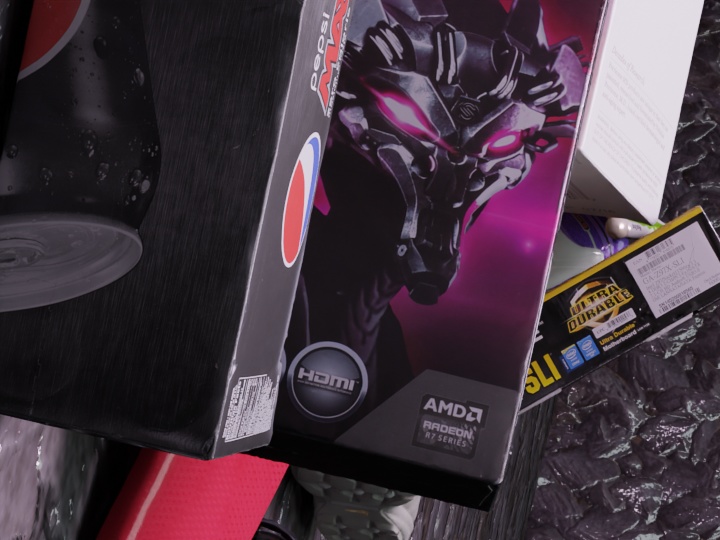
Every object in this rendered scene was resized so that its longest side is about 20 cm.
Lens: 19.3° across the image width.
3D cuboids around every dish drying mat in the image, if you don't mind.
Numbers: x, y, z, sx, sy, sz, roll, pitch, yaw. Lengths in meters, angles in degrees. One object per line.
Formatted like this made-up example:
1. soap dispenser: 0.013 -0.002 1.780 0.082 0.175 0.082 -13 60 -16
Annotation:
1. dish drying mat: -0.038 0.038 0.700 0.201 0.018 0.077 -64 151 -18

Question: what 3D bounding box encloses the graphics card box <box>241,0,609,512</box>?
1. graphics card box: 0.004 -0.038 0.654 0.051 0.124 0.202 94 10 -74

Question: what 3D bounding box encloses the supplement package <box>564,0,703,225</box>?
1. supplement package: 0.102 -0.140 1.082 0.117 0.116 0.202 33 68 -58

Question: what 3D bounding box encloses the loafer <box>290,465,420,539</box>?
1. loafer: 0.004 0.080 1.011 0.200 0.069 0.070 98 1 -70

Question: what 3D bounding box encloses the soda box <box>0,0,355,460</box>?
1. soda box: -0.041 -0.059 0.518 0.063 0.070 0.202 7 94 -82

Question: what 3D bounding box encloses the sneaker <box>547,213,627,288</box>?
1. sneaker: 0.114 -0.036 1.323 0.200 0.083 0.081 -115 -156 -63

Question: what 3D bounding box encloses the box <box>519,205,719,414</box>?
1. box: 0.114 0.029 1.102 0.050 0.159 0.200 58 5 4

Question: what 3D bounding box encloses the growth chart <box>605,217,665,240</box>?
1. growth chart: 0.119 -0.099 1.218 0.201 0.018 0.145 63 21 7

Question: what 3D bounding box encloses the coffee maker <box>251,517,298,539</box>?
1. coffee maker: -0.009 0.187 0.818 0.200 0.134 0.194 6 94 -80
